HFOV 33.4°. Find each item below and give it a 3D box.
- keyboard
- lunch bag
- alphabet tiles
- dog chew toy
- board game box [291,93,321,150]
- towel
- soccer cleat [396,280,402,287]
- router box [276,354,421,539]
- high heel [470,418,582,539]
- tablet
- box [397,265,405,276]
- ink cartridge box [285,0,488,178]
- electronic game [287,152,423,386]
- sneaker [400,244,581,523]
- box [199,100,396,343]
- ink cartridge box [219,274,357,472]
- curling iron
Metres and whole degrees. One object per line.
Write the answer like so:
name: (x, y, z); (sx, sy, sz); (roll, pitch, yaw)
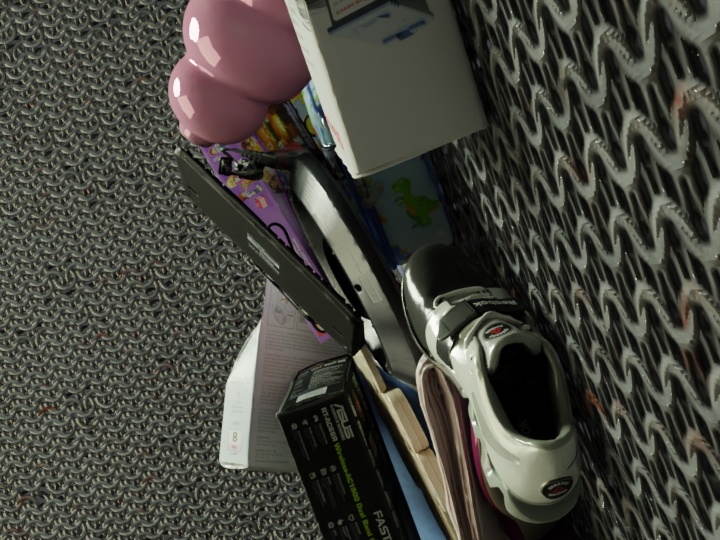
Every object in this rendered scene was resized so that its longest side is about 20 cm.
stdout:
keyboard: (-0.063, -0.020, 0.930); (0.200, 0.040, 0.104); (44, 162, 14)
lunch bag: (0.012, -0.099, 1.021); (0.200, 0.082, 0.162); (-112, -2, -63)
alphabet tiles: (0.040, 0.140, 0.989); (0.197, 0.014, 0.200); (63, 174, 2)
dog chew toy: (-0.075, -0.183, 0.893); (0.124, 0.201, 0.125); (32, -167, -8)
board game box: (-0.035, -0.107, 1.219); (0.105, 0.102, 0.203); (166, 94, -80)
towel: (0.082, 0.127, 0.896); (0.200, 0.032, 0.194); (-50, -49, -73)
soccer cleat: (0.073, 0.080, 1.112); (0.085, 0.069, 0.200); (46, 179, -43)
router box: (-0.004, 0.185, 1.029); (0.150, 0.061, 0.202); (-79, -30, -83)
high heel: (0.105, 0.138, 0.852); (0.096, 0.067, 0.202); (47, 162, 57)
tablet: (0.047, 0.175, 1.109); (0.130, 0.014, 0.202); (31, 138, 44)
box: (0.054, -0.019, 1.252); (0.201, 0.032, 0.122); (-115, 6, -55)
ink cartridge box: (-0.005, -0.171, 0.700); (0.147, 0.085, 0.202); (-116, 6, -75)
electronic game: (0.000, 0.000, 0.928); (0.201, 0.041, 0.200); (60, 174, 10)
sneaker: (0.084, 0.046, 0.738); (0.089, 0.073, 0.201); (89, 158, -53)
box: (-0.050, -0.050, 1.067); (0.201, 0.039, 0.137); (59, -155, -6)
ink cartridge box: (-0.052, 0.089, 1.137); (0.162, 0.057, 0.203); (13, -104, -47)
curling iron: (-0.064, -0.094, 0.990); (0.200, 0.049, 0.026); (-27, -57, -71)
